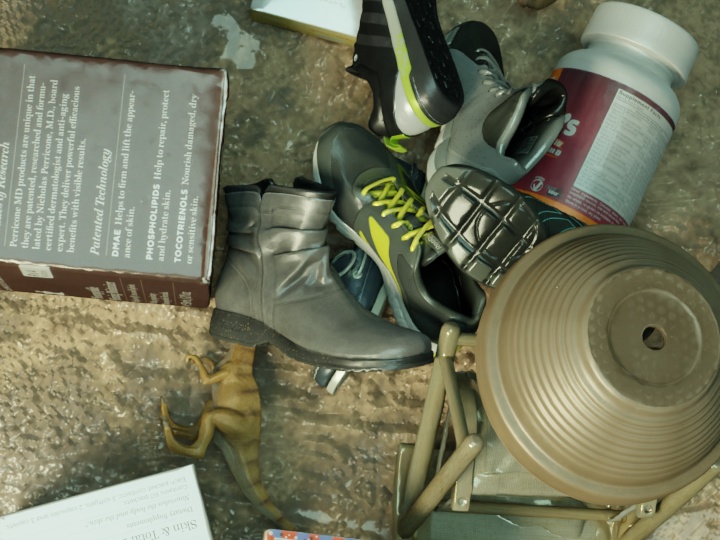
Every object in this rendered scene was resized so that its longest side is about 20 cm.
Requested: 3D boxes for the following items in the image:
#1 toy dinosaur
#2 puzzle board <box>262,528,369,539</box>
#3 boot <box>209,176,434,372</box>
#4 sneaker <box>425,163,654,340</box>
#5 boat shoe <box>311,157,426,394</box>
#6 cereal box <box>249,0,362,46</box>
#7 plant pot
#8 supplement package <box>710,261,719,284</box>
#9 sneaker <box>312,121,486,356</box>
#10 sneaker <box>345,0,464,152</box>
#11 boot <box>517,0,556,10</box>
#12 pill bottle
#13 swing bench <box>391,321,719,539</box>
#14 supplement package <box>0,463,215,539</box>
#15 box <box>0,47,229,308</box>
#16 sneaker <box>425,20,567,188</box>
[{"bbox_3d":[-0.101,0.125,1.494,0.106,0.060,0.200,-7,83,-8],"label":"toy dinosaur"},{"bbox_3d":[-0.009,0.293,1.363,0.151,0.017,0.200,9,85,-18],"label":"puzzle board"},{"bbox_3d":[-0.031,0.001,1.430,0.200,0.070,0.132,12,99,28],"label":"boot"},{"bbox_3d":[0.133,-0.014,1.426,0.200,0.079,0.075,37,111,-6],"label":"sneaker"},{"bbox_3d":[0.000,0.000,1.512,0.062,0.075,0.200,25,79,-3],"label":"boat shoe"},{"bbox_3d":[0.001,-0.285,1.568,0.144,0.040,0.200,14,81,-3],"label":"cereal box"},{"bbox_3d":[0.187,0.058,1.318,0.201,0.093,0.201,4,75,-14],"label":"plant pot"},{"bbox_3d":[0.369,-0.003,1.523,0.121,0.120,0.200,40,81,0],"label":"supplement package"},{"bbox_3d":[0.039,-0.032,1.451,0.074,0.085,0.200,-33,92,-25],"label":"sneaker"},{"bbox_3d":[0.016,-0.187,1.494,0.083,0.072,0.200,-28,59,26],"label":"sneaker"},{"bbox_3d":[0.223,-0.266,1.569,0.097,0.075,0.200,43,79,4],"label":"boot"},{"bbox_3d":[0.189,-0.107,1.526,0.110,0.110,0.200,26,81,-1],"label":"pill bottle"},{"bbox_3d":[0.140,0.157,1.450,0.199,0.200,0.130,5,44,-14],"label":"swing bench"},{"bbox_3d":[-0.172,0.261,1.422,0.152,0.151,0.200,-15,85,-8],"label":"supplement package"},{"bbox_3d":[-0.206,-0.067,1.456,0.200,0.166,0.164,5,82,-4],"label":"box"},{"bbox_3d":[0.118,-0.134,1.490,0.075,0.115,0.200,33,46,-31],"label":"sneaker"}]
